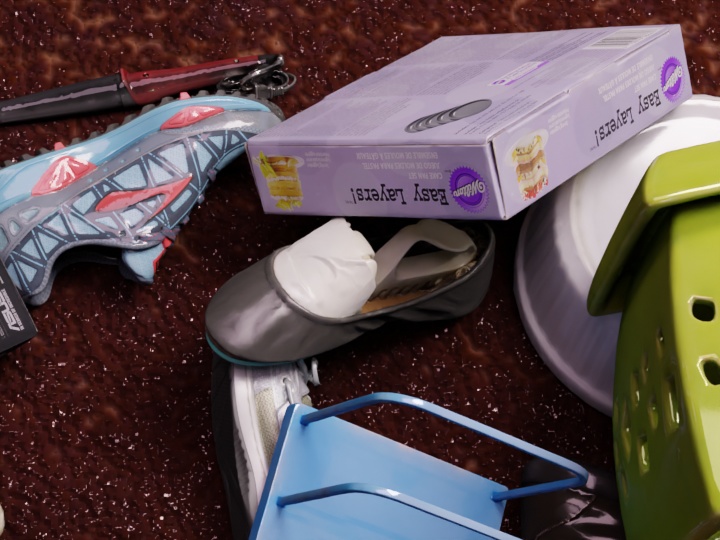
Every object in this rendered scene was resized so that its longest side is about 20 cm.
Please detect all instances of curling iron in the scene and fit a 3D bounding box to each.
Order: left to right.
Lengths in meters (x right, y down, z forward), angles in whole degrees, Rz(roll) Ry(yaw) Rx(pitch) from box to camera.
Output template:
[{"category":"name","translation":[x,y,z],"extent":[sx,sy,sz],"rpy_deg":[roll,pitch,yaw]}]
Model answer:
[{"category":"curling iron","translation":[-0.140,-0.113,1.118],"extent":[0.199,0.050,0.026],"rpy_deg":[-6,110,2]}]

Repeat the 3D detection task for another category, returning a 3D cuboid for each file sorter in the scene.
[{"category":"file sorter","translation":[0.018,0.178,0.906],"extent":[0.138,0.123,0.201],"rpy_deg":[23,70,-19]}]

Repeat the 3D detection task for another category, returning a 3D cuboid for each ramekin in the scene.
[{"category":"ramekin","translation":[0.195,-0.011,1.049],"extent":[0.201,0.094,0.204],"rpy_deg":[1,65,-2]}]

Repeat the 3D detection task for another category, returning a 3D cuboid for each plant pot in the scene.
[{"category":"plant pot","translation":[0.221,0.034,0.881],"extent":[0.199,0.199,0.183],"rpy_deg":[-11,71,-6]}]

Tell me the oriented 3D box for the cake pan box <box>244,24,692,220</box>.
[{"category":"cake pan box","translation":[0.064,-0.088,1.017],"extent":[0.183,0.053,0.200],"rpy_deg":[5,27,41]}]

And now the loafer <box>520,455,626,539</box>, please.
[{"category":"loafer","translation":[0.178,0.165,0.987],"extent":[0.199,0.073,0.072],"rpy_deg":[17,75,11]}]

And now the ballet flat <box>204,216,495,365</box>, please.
[{"category":"ballet flat","translation":[0.000,0.000,1.007],"extent":[0.199,0.069,0.068],"rpy_deg":[-13,55,-42]}]

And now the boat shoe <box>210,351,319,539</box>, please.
[{"category":"boat shoe","translation":[-0.043,0.102,1.005],"extent":[0.064,0.074,0.203],"rpy_deg":[-5,67,-17]}]

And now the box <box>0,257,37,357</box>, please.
[{"category":"box","translation":[-0.294,-0.018,0.995],"extent":[0.160,0.043,0.201],"rpy_deg":[-28,91,-41]}]

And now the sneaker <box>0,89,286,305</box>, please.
[{"category":"sneaker","translation":[-0.131,-0.038,1.075],"extent":[0.199,0.079,0.096],"rpy_deg":[-22,80,-4]}]

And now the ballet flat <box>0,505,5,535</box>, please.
[{"category":"ballet flat","translation":[-0.291,0.108,1.000],"extent":[0.199,0.057,0.067],"rpy_deg":[24,67,9]}]
